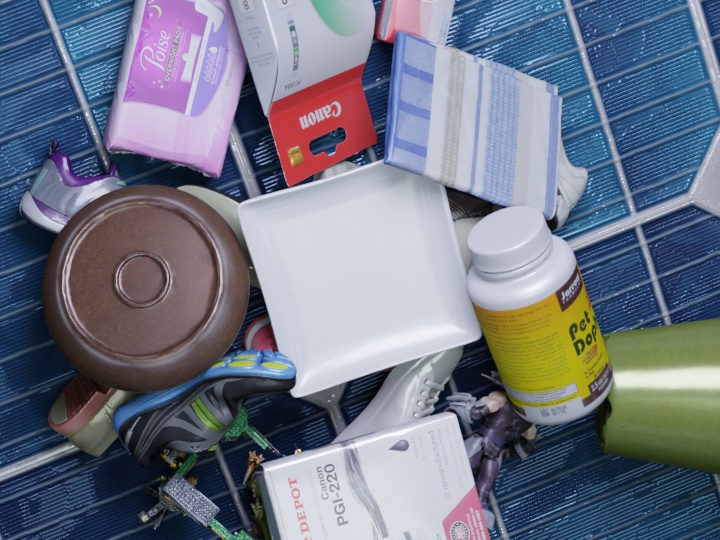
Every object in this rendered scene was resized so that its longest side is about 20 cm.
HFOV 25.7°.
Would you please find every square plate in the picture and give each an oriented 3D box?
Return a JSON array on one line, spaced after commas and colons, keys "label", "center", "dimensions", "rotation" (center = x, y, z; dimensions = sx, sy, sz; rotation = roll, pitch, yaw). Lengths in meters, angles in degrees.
[{"label": "square plate", "center": [0.000, 0.000, 1.522], "dimensions": [0.198, 0.028, 0.200], "rotation": [-17, 104, -5]}]

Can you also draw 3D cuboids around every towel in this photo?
[{"label": "towel", "center": [0.110, -0.139, 1.521], "dimensions": [0.198, 0.024, 0.149], "rotation": [16, 66, -27]}]

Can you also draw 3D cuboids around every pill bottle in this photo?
[{"label": "pill bottle", "center": [0.169, 0.042, 1.525], "dimensions": [0.108, 0.109, 0.202], "rotation": [-25, 119, -4]}]

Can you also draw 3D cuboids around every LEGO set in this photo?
[{"label": "LEGO set", "center": [-0.116, 0.234, 1.612], "dimensions": [0.199, 0.116, 0.155], "rotation": [33, 74, 0]}]

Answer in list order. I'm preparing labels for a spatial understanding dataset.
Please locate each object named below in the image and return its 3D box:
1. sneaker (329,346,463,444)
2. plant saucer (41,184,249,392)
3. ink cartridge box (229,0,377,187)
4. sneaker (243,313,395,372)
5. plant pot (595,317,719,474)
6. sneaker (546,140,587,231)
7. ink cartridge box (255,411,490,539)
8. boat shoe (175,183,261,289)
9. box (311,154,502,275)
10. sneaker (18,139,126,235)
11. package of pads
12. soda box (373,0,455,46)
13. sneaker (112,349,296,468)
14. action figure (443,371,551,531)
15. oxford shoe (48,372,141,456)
[{"label": "sneaker", "center": [0.051, 0.156, 1.613], "dimensions": [0.201, 0.073, 0.085], "rotation": [-51, 60, 10]}, {"label": "plant saucer", "center": [-0.204, 0.012, 1.486], "dimensions": [0.197, 0.035, 0.203], "rotation": [0, 75, -2]}, {"label": "ink cartridge box", "center": [-0.038, -0.201, 1.515], "dimensions": [0.160, 0.050, 0.202], "rotation": [-30, 106, -49]}, {"label": "sneaker", "center": [-0.016, 0.081, 1.596], "dimensions": [0.197, 0.087, 0.075], "rotation": [-5, 102, -8]}, {"label": "plant pot", "center": [0.339, 0.127, 1.624], "dimensions": [0.187, 0.200, 0.203], "rotation": [1, 100, 4]}, {"label": "sneaker", "center": [0.151, -0.135, 1.600], "dimensions": [0.081, 0.075, 0.200], "rotation": [-44, 98, -25]}, {"label": "ink cartridge box", "center": [0.012, 0.232, 1.523], "dimensions": [0.198, 0.085, 0.147], "rotation": [-15, 85, -9]}, {"label": "boat shoe", "center": [-0.103, -0.028, 1.579], "dimensions": [0.200, 0.063, 0.074], "rotation": [29, 114, -11]}, {"label": "box", "center": [0.045, -0.047, 1.580], "dimensions": [0.198, 0.082, 0.069], "rotation": [15, 115, -13]}, {"label": "sneaker", "center": [-0.230, -0.052, 1.549], "dimensions": [0.198, 0.074, 0.088], "rotation": [25, 91, -11]}, {"label": "package of pads", "center": [-0.171, -0.199, 1.528], "dimensions": [0.119, 0.076, 0.202], "rotation": [13, 98, -13]}, {"label": "soda box", "center": [0.068, -0.318, 1.547], "dimensions": [0.063, 0.070, 0.203], "rotation": [10, 98, -11]}, {"label": "sneaker", "center": [-0.143, 0.133, 1.517], "dimensions": [0.198, 0.071, 0.083], "rotation": [-24, 94, 18]}, {"label": "action figure", "center": [0.126, 0.184, 1.624], "dimensions": [0.130, 0.069, 0.201], "rotation": [36, 77, -31]}, {"label": "oxford shoe", "center": [-0.219, 0.104, 1.588], "dimensions": [0.199, 0.071, 0.074], "rotation": [-40, 124, 3]}]
